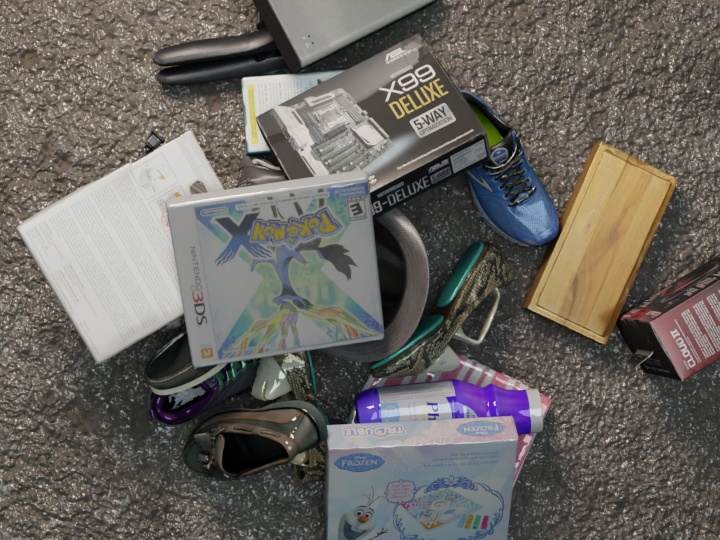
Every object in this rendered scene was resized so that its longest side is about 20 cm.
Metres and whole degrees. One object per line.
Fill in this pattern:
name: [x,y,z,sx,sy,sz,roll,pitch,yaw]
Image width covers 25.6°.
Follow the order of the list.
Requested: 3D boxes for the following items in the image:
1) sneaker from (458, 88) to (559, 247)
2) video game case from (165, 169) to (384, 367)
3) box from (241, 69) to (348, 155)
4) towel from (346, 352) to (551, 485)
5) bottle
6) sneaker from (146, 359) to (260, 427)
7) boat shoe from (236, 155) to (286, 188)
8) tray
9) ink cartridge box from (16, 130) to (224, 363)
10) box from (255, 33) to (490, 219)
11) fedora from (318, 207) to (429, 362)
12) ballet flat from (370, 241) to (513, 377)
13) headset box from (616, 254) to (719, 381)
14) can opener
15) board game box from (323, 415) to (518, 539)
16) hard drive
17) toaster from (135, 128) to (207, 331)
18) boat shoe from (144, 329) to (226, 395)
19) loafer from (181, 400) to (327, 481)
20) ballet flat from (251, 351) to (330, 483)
sneaker: [0.147,-0.109,1.717,0.078,0.089,0.201,-38,94,-3]
video game case: [-0.081,0.000,1.570,0.198,0.022,0.184,-9,117,-4]
box: [-0.028,-0.173,1.720,0.198,0.049,0.083,-4,90,-5]
towel: [0.095,0.164,1.743,0.198,0.030,0.147,25,87,-5]
bottle: [0.095,0.160,1.696,0.198,0.065,0.084,-5,105,-3]
sneaker: [-0.137,0.106,1.691,0.199,0.088,0.075,-36,93,-4]
boat shoe: [-0.036,-0.105,1.709,0.198,0.073,0.063,-6,69,-3]
tray: [0.266,-0.030,1.755,0.098,0.037,0.202,24,89,-5]
ink cartridge box: [-0.220,-0.025,1.595,0.199,0.050,0.162,-30,101,-6]
box: [0.012,-0.137,1.635,0.199,0.050,0.158,-27,56,-4]
fedora: [0.000,0.000,1.682,0.198,0.090,0.179,18,103,24]
ballet flat: [0.098,0.059,1.706,0.075,0.068,0.200,46,71,-13]
headset box: [0.373,0.045,1.709,0.199,0.149,0.075,-31,93,-6]
can opener: [-0.125,-0.235,1.714,0.198,0.079,0.064,-17,130,-2]
board game box: [0.060,0.246,1.682,0.198,0.044,0.201,-2,126,-6]
hard drive: [-0.023,-0.313,1.692,0.199,0.033,0.140,-31,93,-29]
toaster: [-0.211,-0.032,1.674,0.128,0.114,0.201,29,89,-8]
boat shoe: [-0.147,0.052,1.638,0.199,0.072,0.068,-36,131,5]
loafer: [-0.124,0.182,1.648,0.072,0.199,0.063,59,41,-12]
ballet flat: [-0.074,0.142,1.679,0.075,0.068,0.202,-28,117,-23]
